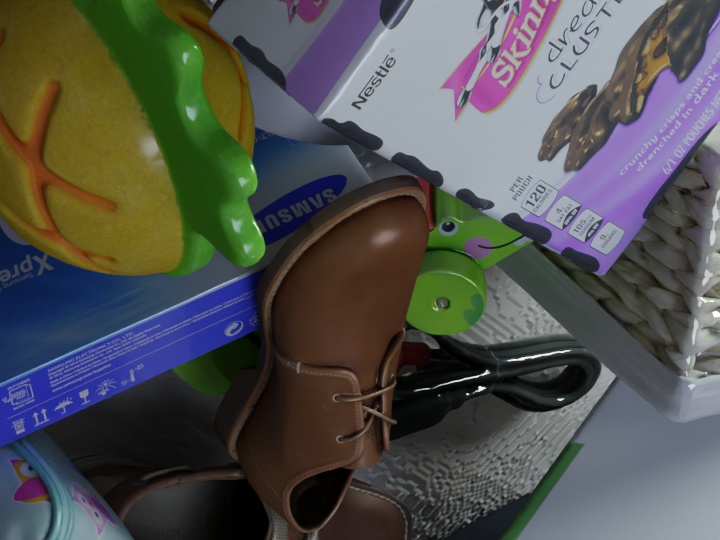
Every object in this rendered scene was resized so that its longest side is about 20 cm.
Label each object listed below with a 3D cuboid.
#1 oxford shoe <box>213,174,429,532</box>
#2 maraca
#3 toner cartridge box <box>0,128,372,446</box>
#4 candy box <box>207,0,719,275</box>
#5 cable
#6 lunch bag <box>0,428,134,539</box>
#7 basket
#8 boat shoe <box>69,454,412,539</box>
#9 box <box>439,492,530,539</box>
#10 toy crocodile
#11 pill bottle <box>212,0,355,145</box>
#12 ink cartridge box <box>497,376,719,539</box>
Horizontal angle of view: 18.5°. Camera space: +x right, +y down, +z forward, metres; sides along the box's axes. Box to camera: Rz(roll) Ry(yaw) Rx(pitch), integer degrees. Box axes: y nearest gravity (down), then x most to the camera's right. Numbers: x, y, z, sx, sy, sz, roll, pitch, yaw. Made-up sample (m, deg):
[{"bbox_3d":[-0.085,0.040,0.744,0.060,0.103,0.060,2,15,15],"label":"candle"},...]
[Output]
[{"bbox_3d":[-0.004,0.037,0.895,0.071,0.071,0.200,-17,149,-26],"label":"oxford shoe"},{"bbox_3d":[-0.088,-0.058,0.807,0.107,0.200,0.138,-33,107,-19],"label":"maraca"},{"bbox_3d":[-0.095,-0.006,0.909,0.199,0.095,0.043,-25,148,-16],"label":"toner cartridge box"},{"bbox_3d":[0.068,-0.107,0.805,0.168,0.072,0.200,-54,142,9],"label":"candy box"},{"bbox_3d":[0.041,0.043,1.093,0.199,0.050,0.097,-15,136,-38],"label":"cable"},{"bbox_3d":[-0.203,0.139,0.916,0.200,0.160,0.077,-45,141,-3],"label":"lunch bag"},{"bbox_3d":[0.143,-0.045,0.974,0.135,0.200,0.124,-13,124,-25],"label":"basket"},{"bbox_3d":[-0.050,0.122,0.999,0.199,0.072,0.076,4,85,-39],"label":"boat shoe"},{"bbox_3d":[0.054,0.256,1.215,0.181,0.104,0.201,-25,134,-14],"label":"box"},{"bbox_3d":[0.000,0.000,0.972,0.199,0.068,0.062,-26,126,29],"label":"toy crocodile"},{"bbox_3d":[-0.001,-0.154,0.847,0.111,0.111,0.201,-2,125,-33],"label":"pill bottle"},{"bbox_3d":[0.114,0.133,1.042,0.145,0.084,0.200,-52,171,-18],"label":"ink cartridge box"}]
